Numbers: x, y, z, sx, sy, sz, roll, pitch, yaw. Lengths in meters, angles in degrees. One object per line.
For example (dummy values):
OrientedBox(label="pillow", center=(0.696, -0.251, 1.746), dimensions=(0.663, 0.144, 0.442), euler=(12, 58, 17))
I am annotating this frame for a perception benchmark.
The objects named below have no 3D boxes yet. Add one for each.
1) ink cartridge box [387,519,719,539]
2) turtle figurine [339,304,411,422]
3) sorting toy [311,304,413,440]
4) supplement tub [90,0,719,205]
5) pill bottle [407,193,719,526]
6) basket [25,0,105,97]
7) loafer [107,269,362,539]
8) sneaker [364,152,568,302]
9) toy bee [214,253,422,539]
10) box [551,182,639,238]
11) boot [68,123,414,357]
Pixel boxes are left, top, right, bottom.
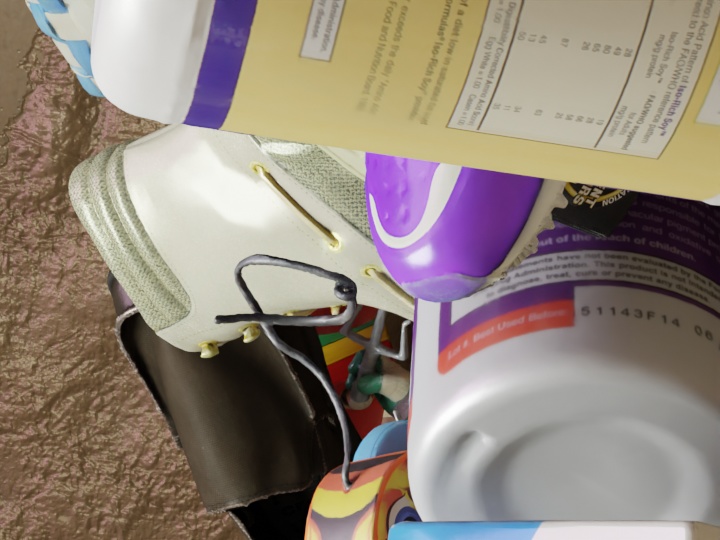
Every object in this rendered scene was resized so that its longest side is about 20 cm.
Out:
OrientedBox(label="ink cartridge box", center=(0.056, 0.168, 0.586), dimensions=(0.116, 0.067, 0.202), euler=(-7, 71, 50))
OrientedBox(label="turtle figurine", center=(0.054, 0.095, 0.966), dimensions=(0.150, 0.100, 0.201), euler=(-122, 28, -64))
OrientedBox(label="sorting toy", center=(0.019, 0.016, 1.048), dimensions=(0.201, 0.197, 0.070), euler=(100, 161, -46))
OrientedBox(label="supplement tub", center=(0.046, -0.093, 0.516), dimensions=(0.145, 0.198, 0.147), euler=(-172, 90, -82))
OrientedBox(label="pill bottle", center=(0.073, -0.006, 0.740), dimensions=(0.112, 0.111, 0.201), euler=(100, 176, -46))
OrientedBox(label="basket", center=(-0.029, -0.146, 0.891), dimensions=(0.139, 0.199, 0.177), euler=(64, -154, -53))
OrientedBox(label="loafer", center=(-0.044, 0.066, 0.980), dimensions=(0.200, 0.073, 0.072), euler=(56, -155, -39))
OrientedBox(label="sneaker", center=(0.008, -0.094, 0.617), dimensions=(0.069, 0.099, 0.202), euler=(-16, 63, 49))
OrientedBox(label="toy bee", center=(0.018, 0.096, 0.801), dimensions=(0.131, 0.199, 0.109), euler=(-40, 29, 57))
OrientedBox(label="box", center=(0.057, -0.129, 0.697), dimensions=(0.162, 0.049, 0.200), euler=(-59, 37, 17))
OrientedBox(label="boot", center=(0.000, 0.000, 0.873), dimensions=(0.154, 0.200, 0.072), euler=(-28, 29, 41))
